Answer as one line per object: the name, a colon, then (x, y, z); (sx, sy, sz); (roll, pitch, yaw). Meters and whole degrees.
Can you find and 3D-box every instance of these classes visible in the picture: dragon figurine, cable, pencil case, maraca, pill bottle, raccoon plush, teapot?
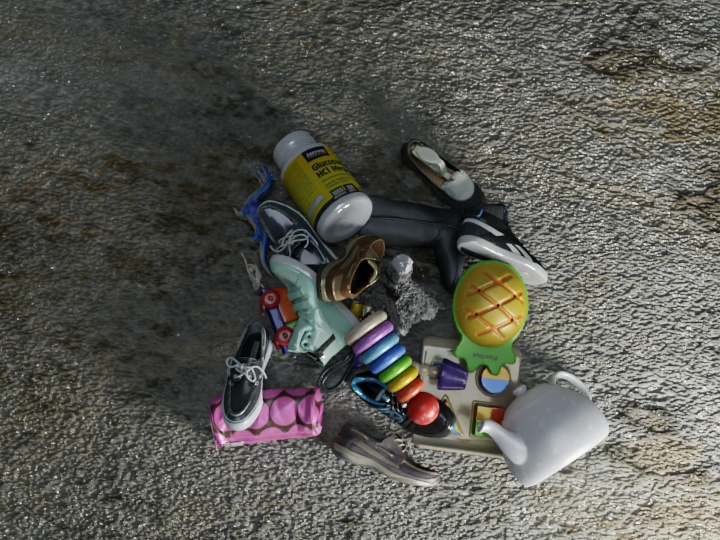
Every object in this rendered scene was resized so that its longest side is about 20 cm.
dragon figurine: (-0.173, -0.096, 1.344); (0.099, 0.059, 0.201); (-24, 80, -4)
cable: (-0.004, 0.142, 1.328); (0.097, 0.050, 0.201); (26, 93, -13)
pencil case: (-0.163, 0.260, 1.273); (0.198, 0.091, 0.094); (-8, 46, 0)
maraca: (0.227, 0.083, 1.278); (0.136, 0.107, 0.202); (7, 87, -1)
pill bottle: (-0.075, -0.157, 1.314); (0.112, 0.113, 0.200); (-34, 65, -6)
raccoon plush: (0.105, 0.035, 1.258); (0.133, 0.200, 0.097); (-24, 69, -28)
teapot: (0.315, 0.260, 1.236); (0.197, 0.200, 0.147); (-35, 72, 5)

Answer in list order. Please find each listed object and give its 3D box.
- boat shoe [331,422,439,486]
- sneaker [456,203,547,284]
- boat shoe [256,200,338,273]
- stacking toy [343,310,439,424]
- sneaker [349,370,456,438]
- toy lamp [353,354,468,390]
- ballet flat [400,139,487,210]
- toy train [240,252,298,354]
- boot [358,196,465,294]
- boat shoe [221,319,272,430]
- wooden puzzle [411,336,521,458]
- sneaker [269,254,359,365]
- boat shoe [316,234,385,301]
boat shoe: (0.050, 0.322, 1.271); (0.198, 0.075, 0.074); (19, 81, 1)
sneaker: (0.271, -0.058, 1.319); (0.199, 0.073, 0.113); (25, 65, -24)
boat shoe: (-0.111, -0.043, 1.287); (0.075, 0.062, 0.200); (-39, 96, 15)
stacking toy: (0.059, 0.169, 1.203); (0.085, 0.085, 0.201); (-34, 83, -6)
sneaker: (0.069, 0.237, 1.259); (0.199, 0.082, 0.074); (21, 87, 19)
toy lamp: (0.089, 0.167, 1.264); (0.198, 0.058, 0.059); (14, 81, 7)
ballet flat: (0.156, -0.176, 1.357); (0.199, 0.068, 0.068); (37, 81, 5)
toy train: (-0.129, 0.040, 1.314); (0.115, 0.085, 0.201); (-20, 82, -14)
boot: (0.092, -0.048, 1.335); (0.198, 0.066, 0.166); (9, 73, -2)
boat shoe: (-0.196, 0.175, 1.249); (0.073, 0.068, 0.200); (7, 50, 12)
wooden puzzle: (0.194, 0.227, 1.302); (0.183, 0.046, 0.202); (7, 80, 1)
sneaker: (-0.103, 0.071, 1.234); (0.200, 0.074, 0.118); (44, 66, -7)
boat shoe: (0.000, 0.000, 1.236); (0.073, 0.200, 0.076); (5, 119, 28)
